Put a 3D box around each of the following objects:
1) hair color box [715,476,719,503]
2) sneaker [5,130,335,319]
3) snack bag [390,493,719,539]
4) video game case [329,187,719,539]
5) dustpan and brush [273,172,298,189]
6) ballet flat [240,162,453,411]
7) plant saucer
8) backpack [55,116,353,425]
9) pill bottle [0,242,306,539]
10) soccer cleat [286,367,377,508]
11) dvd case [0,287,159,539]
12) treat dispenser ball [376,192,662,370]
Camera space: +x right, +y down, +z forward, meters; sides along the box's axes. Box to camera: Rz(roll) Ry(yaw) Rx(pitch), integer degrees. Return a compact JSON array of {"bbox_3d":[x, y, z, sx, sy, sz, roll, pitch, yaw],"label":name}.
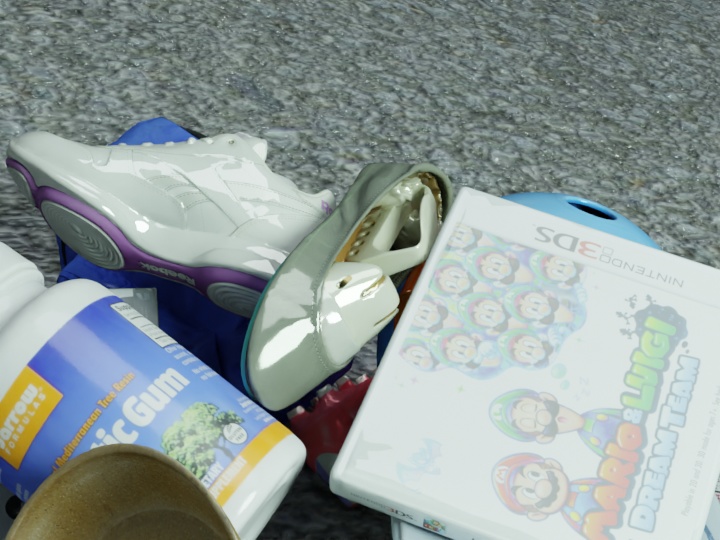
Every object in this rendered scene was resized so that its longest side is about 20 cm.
[{"bbox_3d":[0.209,0.215,0.832,0.060,0.100,0.201,10,30,-12],"label":"hair color box"},{"bbox_3d":[-0.108,-0.042,0.848,0.198,0.075,0.100,23,64,1],"label":"sneaker"},{"bbox_3d":[0.105,0.151,0.726,0.197,0.022,0.189,9,28,-7],"label":"snack bag"},{"bbox_3d":[0.103,0.060,0.754,0.180,0.024,0.201,19,56,11],"label":"video game case"},{"bbox_3d":[-0.075,-0.044,1.083,0.199,0.058,0.139,-3,-14,44],"label":"dustpan and brush"},{"bbox_3d":[0.000,0.000,0.797,0.063,0.068,0.201,-3,34,29],"label":"ballet flat"},{"bbox_3d":[-0.101,0.180,0.643,0.035,0.201,0.200,14,22,-47],"label":"plant saucer"},{"bbox_3d":[-0.121,0.001,0.956,0.167,0.164,0.199,-35,57,-31],"label":"backpack"},{"bbox_3d":[-0.136,0.076,0.746,0.199,0.113,0.112,36,32,8],"label":"pill bottle"},{"bbox_3d":[0.026,0.098,0.988,0.199,0.066,0.077,-19,77,-55],"label":"soccer cleat"},{"bbox_3d":[-0.207,0.084,0.804,0.197,0.025,0.152,-1,68,-15],"label":"dvd case"},{"bbox_3d":[0.108,0.053,0.897,0.198,0.203,0.202,13,29,-7],"label":"treat dispenser ball"}]
